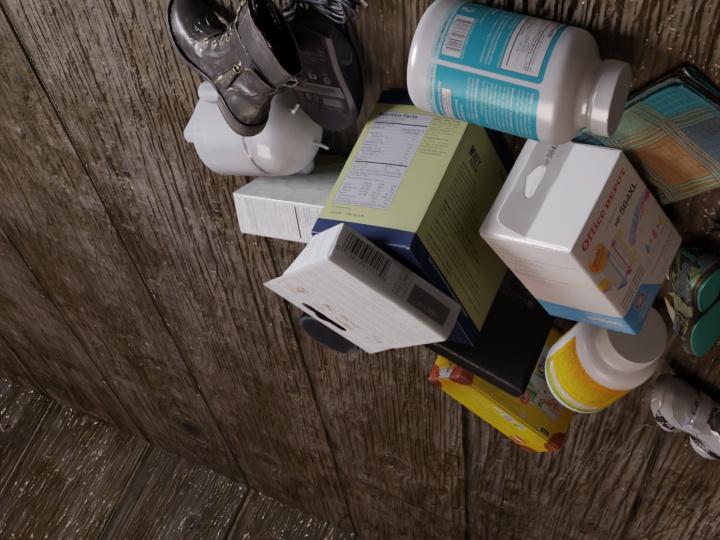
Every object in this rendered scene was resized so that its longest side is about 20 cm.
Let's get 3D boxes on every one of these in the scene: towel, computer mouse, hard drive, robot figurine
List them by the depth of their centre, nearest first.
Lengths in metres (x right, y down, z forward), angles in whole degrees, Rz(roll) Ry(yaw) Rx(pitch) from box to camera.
[{"bbox_3d":[0.312,-0.125,1.272,0.146,0.022,0.199,35,157,-15],"label":"towel"},{"bbox_3d":[-0.038,-0.241,1.383,0.137,0.053,0.202,17,143,27],"label":"computer mouse"},{"bbox_3d":[0.170,0.031,1.527,0.138,0.202,0.033,29,158,-5],"label":"hard drive"},{"bbox_3d":[-0.124,-0.171,1.535,0.198,0.114,0.169,4,154,43],"label":"robot figurine"}]

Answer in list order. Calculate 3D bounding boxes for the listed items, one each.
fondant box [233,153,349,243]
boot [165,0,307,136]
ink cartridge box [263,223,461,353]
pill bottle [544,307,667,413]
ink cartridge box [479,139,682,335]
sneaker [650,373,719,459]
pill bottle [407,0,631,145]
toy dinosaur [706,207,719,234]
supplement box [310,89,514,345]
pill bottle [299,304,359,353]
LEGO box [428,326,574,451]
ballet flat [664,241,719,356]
[{"bbox_3d":[-0.036,-0.088,1.569,0.198,0.144,0.059,11,122,35],"label":"fondant box"},{"bbox_3d":[-0.130,-0.254,1.372,0.201,0.069,0.174,56,153,7],"label":"boot"},{"bbox_3d":[-0.002,0.025,1.393,0.162,0.058,0.200,34,165,-16],"label":"ink cartridge box"},{"bbox_3d":[0.319,0.108,1.641,0.110,0.112,0.200,27,158,-1],"label":"pill bottle"},{"bbox_3d":[0.233,-0.043,1.361,0.124,0.130,0.200,15,160,43],"label":"ink cartridge box"},{"bbox_3d":[0.479,0.198,1.711,0.114,0.076,0.199,0,150,47],"label":"sneaker"},{"bbox_3d":[0.151,-0.185,1.205,0.198,0.112,0.111,19,156,21],"label":"pill bottle"},{"bbox_3d":[0.409,-0.041,1.296,0.087,0.048,0.200,10,162,34],"label":"toy dinosaur"},{"bbox_3d":[0.077,-0.061,1.434,0.133,0.202,0.200,10,152,34],"label":"supplement box"},{"bbox_3d":[0.000,0.000,1.648,0.111,0.202,0.112,22,157,10],"label":"pill bottle"},{"bbox_3d":[0.214,0.138,1.773,0.199,0.150,0.077,36,156,-20],"label":"LEGO box"},{"bbox_3d":[0.386,0.029,1.480,0.073,0.075,0.201,18,154,21],"label":"ballet flat"}]
